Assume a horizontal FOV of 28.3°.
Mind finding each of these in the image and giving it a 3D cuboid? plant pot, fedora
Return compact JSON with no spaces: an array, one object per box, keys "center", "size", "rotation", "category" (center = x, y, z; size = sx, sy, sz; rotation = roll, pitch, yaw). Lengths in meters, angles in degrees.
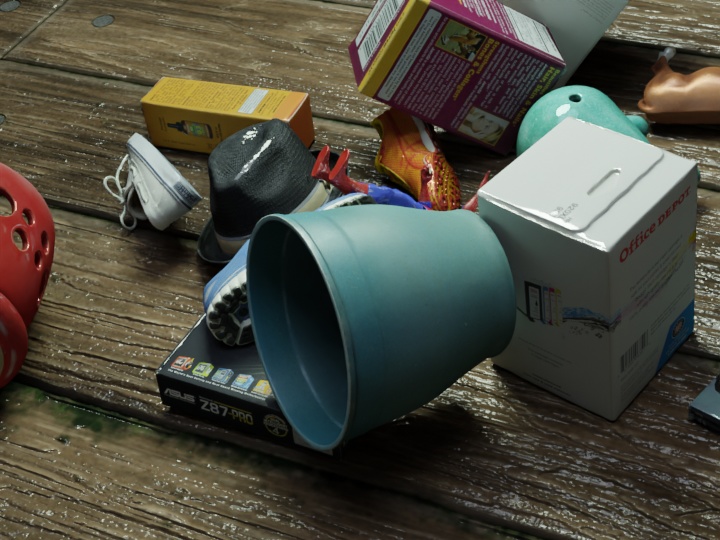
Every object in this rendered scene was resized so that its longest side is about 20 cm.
[{"center":[0.024,0.031,1.233],"size":[0.186,0.202,0.200],"rotation":[-15,38,-25],"category":"plant pot"},{"center":[-0.108,-0.095,1.506],"size":[0.198,0.092,0.201],"rotation":[-23,27,12],"category":"fedora"},{"center":[-0.409,0.013,1.394],"size":[0.197,0.202,0.184],"rotation":[-5,43,5],"category":"plant pot"}]

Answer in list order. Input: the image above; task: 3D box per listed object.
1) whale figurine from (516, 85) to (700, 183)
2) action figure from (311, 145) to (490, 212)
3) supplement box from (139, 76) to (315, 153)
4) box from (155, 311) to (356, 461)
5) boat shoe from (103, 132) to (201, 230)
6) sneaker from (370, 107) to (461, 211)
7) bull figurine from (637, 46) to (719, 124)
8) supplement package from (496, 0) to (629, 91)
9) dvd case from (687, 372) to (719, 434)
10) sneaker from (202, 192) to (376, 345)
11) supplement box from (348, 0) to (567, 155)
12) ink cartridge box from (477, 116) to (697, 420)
[{"center":[0.257,-0.128,1.501],"size":[0.199,0.105,0.159],"rotation":[26,50,35],"category":"whale figurine"},{"center":[0.057,-0.086,1.429],"size":[0.100,0.199,0.065],"rotation":[-61,31,-5],"category":"action figure"},{"center":[-0.156,-0.177,1.673],"size":[0.197,0.067,0.069],"rotation":[9,42,20],"category":"supplement box"},{"center":[-0.070,0.087,1.353],"size":[0.198,0.050,0.161],"rotation":[14,42,25],"category":"box"},{"center":[-0.239,-0.087,1.578],"size":[0.086,0.075,0.202],"rotation":[-45,31,-2],"category":"boat shoe"},{"center":[0.059,-0.111,1.565],"size":[0.077,0.073,0.201],"rotation":[-31,36,10],"category":"sneaker"},{"center":[0.411,-0.198,1.587],"size":[0.197,0.066,0.122],"rotation":[6,38,15],"category":"bull figurine"},{"center":[0.220,-0.354,1.651],"size":[0.190,0.200,0.148],"rotation":[35,47,-2],"category":"supplement package"},{"center":[0.407,0.123,1.236],"size":[0.199,0.022,0.146],"rotation":[29,53,36],"category":"dvd case"},{"center":[-0.071,-0.016,1.363],"size":[0.199,0.079,0.089],"rotation":[-33,33,-6],"category":"sneaker"},{"center":[0.105,-0.234,1.568],"size":[0.198,0.132,0.104],"rotation":[21,31,-23],"category":"supplement box"},{"center":[0.207,-0.005,1.287],"size":[0.144,0.202,0.147],"rotation":[25,50,35],"category":"ink cartridge box"}]
